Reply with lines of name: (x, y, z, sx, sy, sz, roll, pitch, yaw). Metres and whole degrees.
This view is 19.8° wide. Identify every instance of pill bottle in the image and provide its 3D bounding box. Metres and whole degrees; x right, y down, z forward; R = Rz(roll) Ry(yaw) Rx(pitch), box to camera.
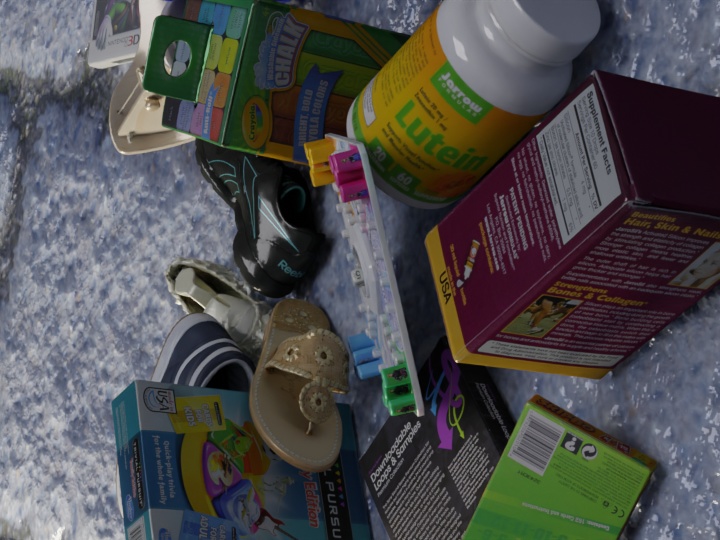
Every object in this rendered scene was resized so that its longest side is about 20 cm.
pill bottle: (0.085, -0.142, 1.507, 0.200, 0.111, 0.111, -45, 47, 44)

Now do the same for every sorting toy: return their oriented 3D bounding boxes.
sorting toy: (-0.167, -0.227, 1.890, 0.200, 0.107, 0.181, 138, 124, -63)

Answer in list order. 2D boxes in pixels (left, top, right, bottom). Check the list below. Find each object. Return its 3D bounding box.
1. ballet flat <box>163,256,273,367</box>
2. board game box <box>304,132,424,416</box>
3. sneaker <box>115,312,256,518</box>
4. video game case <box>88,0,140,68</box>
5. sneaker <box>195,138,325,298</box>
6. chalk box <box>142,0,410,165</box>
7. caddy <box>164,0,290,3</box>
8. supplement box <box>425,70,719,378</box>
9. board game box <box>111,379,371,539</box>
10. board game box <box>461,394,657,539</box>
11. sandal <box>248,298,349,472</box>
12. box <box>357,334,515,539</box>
ballet flat: (-0.124, 0.040, 1.825, 0.200, 0.072, 0.072, 37, 114, 55)
board game box: (0.000, 0.000, 1.551, 0.200, 0.026, 0.201, -142, 40, -80)
sneaker: (-0.144, 0.144, 1.734, 0.108, 0.070, 0.201, 32, 107, 57)
video game case: (-0.226, -0.316, 2.125, 0.182, 0.023, 0.201, -1, 81, 57)
sneaker: (-0.082, -0.073, 1.808, 0.079, 0.075, 0.200, -42, 56, 30)
chalk box: (-0.079, -0.159, 1.687, 0.124, 0.199, 0.125, 22, 101, 57)
caddy: (-0.110, -0.301, 1.801, 0.105, 0.141, 0.200, -39, 29, 40)
supplement box: (0.153, -0.024, 1.338, 0.200, 0.131, 0.103, -44, 47, 43)
board game box: (-0.091, 0.172, 1.625, 0.047, 0.199, 0.151, -41, 50, 46)
board game box: (0.118, 0.192, 1.404, 0.095, 0.030, 0.200, 29, 110, 14)
sandal: (-0.043, 0.068, 1.653, 0.212, 0.077, 0.070, -95, 24, -58)
box: (0.073, 0.167, 1.523, 0.143, 0.036, 0.200, -57, 40, 31)
